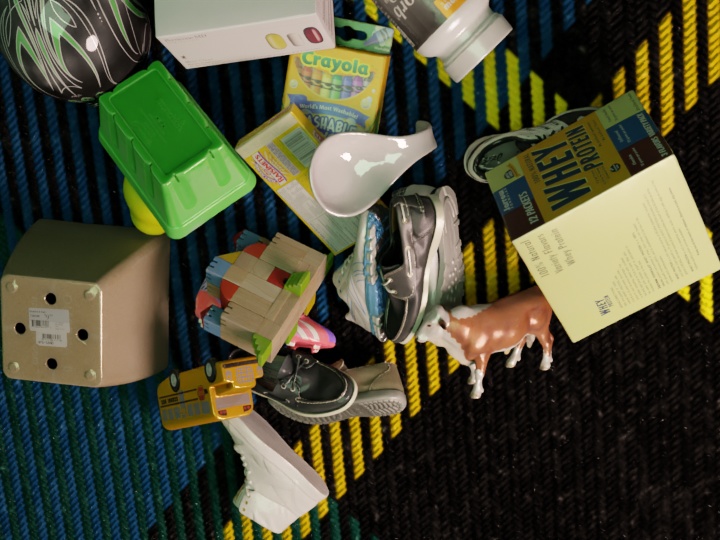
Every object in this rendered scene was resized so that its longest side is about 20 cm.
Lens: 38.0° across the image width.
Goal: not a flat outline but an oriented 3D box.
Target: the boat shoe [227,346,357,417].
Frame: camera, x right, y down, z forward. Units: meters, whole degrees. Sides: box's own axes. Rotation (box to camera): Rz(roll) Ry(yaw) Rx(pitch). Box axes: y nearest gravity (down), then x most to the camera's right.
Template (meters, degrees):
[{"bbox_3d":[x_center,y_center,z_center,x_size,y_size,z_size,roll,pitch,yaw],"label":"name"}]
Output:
[{"bbox_3d":[-0.096,0.137,1.381,0.197,0.066,0.075,16,68,37],"label":"boat shoe"}]

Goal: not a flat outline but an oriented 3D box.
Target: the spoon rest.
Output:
[{"bbox_3d":[0.020,-0.136,1.283,0.198,0.060,0.101,-29,106,-30],"label":"spoon rest"}]

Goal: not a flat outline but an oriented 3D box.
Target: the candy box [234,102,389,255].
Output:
[{"bbox_3d":[-0.057,-0.112,1.326,0.101,0.027,0.200,-26,120,34],"label":"candy box"}]

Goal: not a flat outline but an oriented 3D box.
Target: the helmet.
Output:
[{"bbox_3d":[-0.358,-0.313,1.279,0.196,0.191,0.204,-3,77,13],"label":"helmet"}]

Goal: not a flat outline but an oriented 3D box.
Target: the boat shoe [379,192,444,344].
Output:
[{"bbox_3d":[0.050,-0.001,1.303,0.067,0.072,0.203,-3,119,-25],"label":"boat shoe"}]

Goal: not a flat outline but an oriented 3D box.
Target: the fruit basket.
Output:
[{"bbox_3d":[-0.243,-0.132,1.345,0.154,0.215,0.217,-35,97,-12],"label":"fruit basket"}]

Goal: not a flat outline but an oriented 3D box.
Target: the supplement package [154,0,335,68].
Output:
[{"bbox_3d":[-0.140,-0.347,1.264,0.196,0.111,0.159,-6,80,10],"label":"supplement package"}]

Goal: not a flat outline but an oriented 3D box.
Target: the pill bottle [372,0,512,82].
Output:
[{"bbox_3d":[0.083,-0.333,1.258,0.116,0.116,0.200,-42,94,15],"label":"pill bottle"}]

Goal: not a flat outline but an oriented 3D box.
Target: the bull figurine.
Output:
[{"bbox_3d":[0.165,0.085,1.337,0.197,0.065,0.124,-15,112,-22],"label":"bull figurine"}]

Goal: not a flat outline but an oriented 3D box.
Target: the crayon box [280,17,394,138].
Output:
[{"bbox_3d":[-0.035,-0.218,1.336,0.123,0.052,0.204,11,104,5],"label":"crayon box"}]

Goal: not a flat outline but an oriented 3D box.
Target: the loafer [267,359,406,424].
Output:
[{"bbox_3d":[-0.031,0.163,1.426,0.196,0.075,0.071,-5,59,16],"label":"loafer"}]

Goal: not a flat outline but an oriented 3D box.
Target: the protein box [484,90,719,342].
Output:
[{"bbox_3d":[0.287,-0.061,1.245,0.198,0.136,0.199,-28,129,13],"label":"protein box"}]

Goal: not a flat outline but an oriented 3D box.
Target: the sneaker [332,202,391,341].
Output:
[{"bbox_3d":[0.000,0.000,1.351,0.086,0.075,0.203,18,129,26],"label":"sneaker"}]

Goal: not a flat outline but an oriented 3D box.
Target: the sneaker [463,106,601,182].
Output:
[{"bbox_3d":[0.226,-0.146,1.298,0.197,0.088,0.077,-17,99,10],"label":"sneaker"}]

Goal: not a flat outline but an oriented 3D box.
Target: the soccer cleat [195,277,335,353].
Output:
[{"bbox_3d":[-0.126,0.058,1.412,0.196,0.067,0.078,13,77,-1],"label":"soccer cleat"}]

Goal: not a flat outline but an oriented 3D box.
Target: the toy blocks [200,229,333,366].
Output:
[{"bbox_3d":[-0.137,0.021,1.350,0.135,0.201,0.101,24,145,11],"label":"toy blocks"}]

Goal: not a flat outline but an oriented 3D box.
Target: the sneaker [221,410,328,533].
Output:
[{"bbox_3d":[-0.152,0.279,1.461,0.115,0.074,0.200,-42,96,12],"label":"sneaker"}]

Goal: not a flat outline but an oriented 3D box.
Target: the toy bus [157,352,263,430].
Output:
[{"bbox_3d":[-0.200,0.161,1.385,0.199,0.064,0.080,-20,78,53],"label":"toy bus"}]

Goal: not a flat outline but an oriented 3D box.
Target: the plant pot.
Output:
[{"bbox_3d":[-0.375,0.057,1.386,0.196,0.177,0.204,5,105,7],"label":"plant pot"}]

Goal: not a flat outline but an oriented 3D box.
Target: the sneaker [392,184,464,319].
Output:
[{"bbox_3d":[0.087,-0.012,1.367,0.079,0.076,0.204,2,104,25],"label":"sneaker"}]
